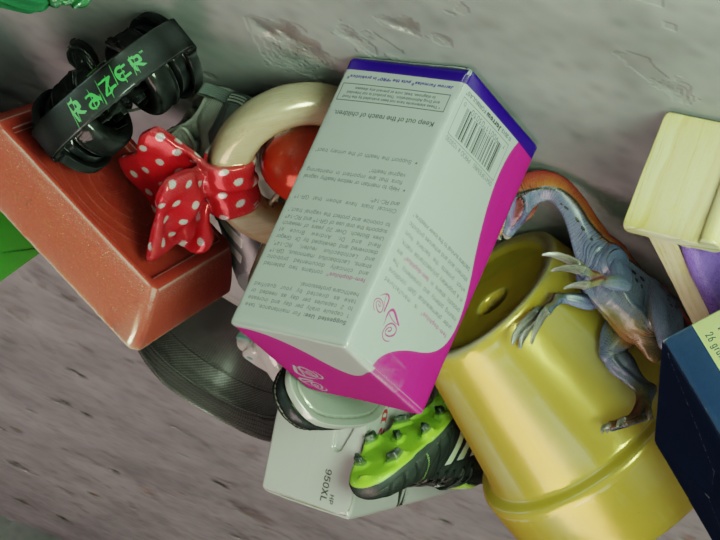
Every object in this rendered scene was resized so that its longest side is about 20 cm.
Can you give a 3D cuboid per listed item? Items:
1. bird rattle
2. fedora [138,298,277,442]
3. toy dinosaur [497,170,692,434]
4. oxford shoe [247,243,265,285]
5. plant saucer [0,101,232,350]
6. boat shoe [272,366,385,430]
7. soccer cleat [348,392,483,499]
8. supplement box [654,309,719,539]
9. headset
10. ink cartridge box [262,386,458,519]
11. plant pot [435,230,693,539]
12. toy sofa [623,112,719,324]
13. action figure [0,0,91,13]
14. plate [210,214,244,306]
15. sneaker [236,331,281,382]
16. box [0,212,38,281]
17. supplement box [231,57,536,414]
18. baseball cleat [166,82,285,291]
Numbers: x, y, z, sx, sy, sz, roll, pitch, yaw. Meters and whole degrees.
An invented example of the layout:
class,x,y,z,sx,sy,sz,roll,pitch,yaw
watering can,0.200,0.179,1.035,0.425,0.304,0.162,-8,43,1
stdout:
class,x,y,z,sx,sy,sz,roll,pitch,yaw
bird rattle,-0.056,-0.065,1.617,0.200,0.163,0.113,30,-155,-22
fedora,-0.108,0.058,2.029,0.177,0.090,0.200,31,-170,-9
toy dinosaur,0.166,0.015,1.594,0.200,0.182,0.105,-10,170,-45
oxford shoe,0.000,0.000,1.749,0.070,0.075,0.200,26,-155,38
plant saucer,-0.180,-0.048,1.656,0.200,0.037,0.200,47,-159,3
boat shoe,-0.017,0.077,1.637,0.060,0.076,0.200,-30,175,26
soccer cleat,0.060,0.136,1.766,0.067,0.200,0.081,-10,105,35
supplement box,0.296,0.083,1.406,0.135,0.199,0.200,61,174,21
headset,-0.175,-0.132,1.612,0.094,0.123,0.200,51,178,-1
ink cartridge box,0.018,0.105,1.845,0.084,0.145,0.200,15,-171,28
plant pot,0.146,0.082,1.695,0.189,0.201,0.201,48,154,-21
toy sofa,0.241,-0.010,1.462,0.097,0.083,0.200,15,161,27
action figure,-0.274,-0.214,1.576,0.199,0.055,0.118,19,161,-7
plate,-0.069,-0.012,1.867,0.199,0.032,0.200,33,147,-28
sneaker,-0.063,0.060,1.866,0.088,0.075,0.200,19,172,19
box,-0.352,-0.095,1.815,0.177,0.097,0.200,55,178,31
supplement box,0.017,-0.023,1.511,0.103,0.200,0.101,9,157,37
baseball cleat,-0.092,-0.065,1.731,0.106,0.070,0.200,26,141,17
